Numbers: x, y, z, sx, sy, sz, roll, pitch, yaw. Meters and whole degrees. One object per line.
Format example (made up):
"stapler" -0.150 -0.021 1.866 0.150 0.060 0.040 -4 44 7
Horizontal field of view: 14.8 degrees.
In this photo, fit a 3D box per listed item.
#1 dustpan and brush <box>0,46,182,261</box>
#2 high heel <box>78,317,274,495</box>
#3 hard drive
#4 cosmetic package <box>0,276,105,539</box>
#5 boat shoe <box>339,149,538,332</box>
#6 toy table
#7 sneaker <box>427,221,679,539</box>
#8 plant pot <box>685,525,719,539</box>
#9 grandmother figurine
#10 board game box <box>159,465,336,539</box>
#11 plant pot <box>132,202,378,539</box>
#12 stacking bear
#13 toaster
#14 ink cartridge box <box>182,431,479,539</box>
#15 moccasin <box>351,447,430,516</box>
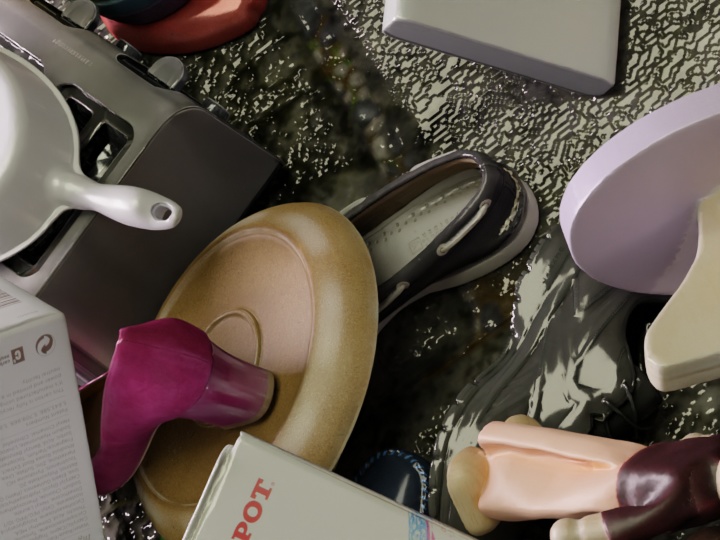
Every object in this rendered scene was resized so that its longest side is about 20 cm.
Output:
"dustpan and brush" -0.181 -0.051 1.486 0.199 0.057 0.140 11 75 40
"high heel" -0.140 0.069 1.453 0.199 0.096 0.068 -14 60 49
"hard drive" 0.084 -0.205 1.511 0.026 0.131 0.201 143 138 -60
"cosmetic package" -0.190 0.108 1.458 0.074 0.201 0.102 -19 24 -28
"boat shoe" 0.000 0.000 1.494 0.199 0.060 0.074 -28 58 16
"toy table" 0.207 -0.010 1.324 0.199 0.184 0.117 -23 46 4
"sneaker" 0.101 0.072 1.401 0.090 0.076 0.201 22 82 27
"plant pot" 0.157 0.222 1.247 0.186 0.187 0.201 4 53 30
"grandmother figurine" 0.131 0.097 1.273 0.199 0.061 0.121 -3 28 44
"board game box" -0.074 0.160 1.468 0.095 0.030 0.201 5 72 49
"plant pot" -0.065 0.055 1.470 0.200 0.027 0.201 -30 50 42
"stacking bear" -0.153 -0.216 1.594 0.113 0.200 0.122 -21 59 19
"toaster" -0.175 -0.045 1.578 0.181 0.119 0.200 35 87 37
"ink cartridge box" 0.002 0.184 1.334 0.199 0.085 0.145 25 87 4
"moccasin" -0.011 0.182 1.410 0.080 0.068 0.201 11 74 32
